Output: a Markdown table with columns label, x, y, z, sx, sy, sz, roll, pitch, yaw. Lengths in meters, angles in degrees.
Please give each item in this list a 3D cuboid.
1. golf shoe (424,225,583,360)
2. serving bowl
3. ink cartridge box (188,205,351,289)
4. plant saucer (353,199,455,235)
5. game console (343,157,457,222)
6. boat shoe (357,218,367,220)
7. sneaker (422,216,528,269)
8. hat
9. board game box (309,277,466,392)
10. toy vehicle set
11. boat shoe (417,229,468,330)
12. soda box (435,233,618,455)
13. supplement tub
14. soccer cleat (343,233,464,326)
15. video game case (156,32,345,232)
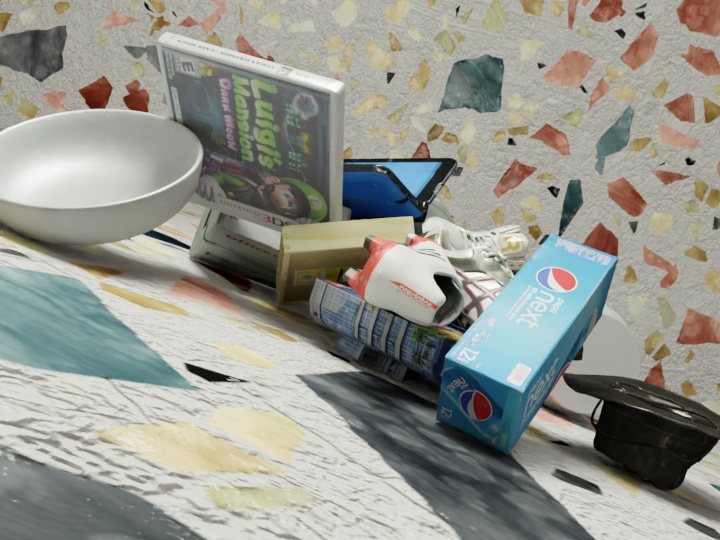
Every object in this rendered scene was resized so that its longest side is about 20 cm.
| label | x | y | z | sx | sy | sz | roll | pitch | yaw |
| --- | --- | --- | --- | --- | --- | --- | --- | --- | --- |
| golf shoe | 0.125 | 0.023 | 0.773 | 0.199 | 0.088 | 0.077 | 25 | 1 | 29 |
| serving bowl | -0.242 | -0.078 | 0.736 | 0.199 | 0.066 | 0.200 | 2 | 34 | -1 |
| ink cartridge box | -0.115 | -0.045 | 0.988 | 0.146 | 0.083 | 0.200 | 22 | -15 | -17 |
| plant saucer | 0.055 | -0.005 | 1.105 | 0.200 | 0.201 | 0.050 | 20 | 20 | -38 |
| game console | -0.008 | -0.126 | 0.988 | 0.199 | 0.119 | 0.171 | 3 | -21 | 31 |
| boat shoe | 0.000 | 0.001 | 1.001 | 0.066 | 0.072 | 0.201 | 19 | -30 | -10 |
| sneaker | 0.149 | -0.035 | 1.009 | 0.115 | 0.074 | 0.200 | -10 | -7 | 18 |
| hat | 0.279 | 0.158 | 0.758 | 0.200 | 0.081 | 0.201 | 14 | 3 | -1 |
| board game box | 0.041 | 0.068 | 0.789 | 0.199 | 0.062 | 0.200 | 23 | 2 | 38 |
| toy vehicle set | -0.023 | -0.005 | 0.839 | 0.124 | 0.027 | 0.200 | -4 | -16 | -9 |
| boat shoe | 0.112 | 0.047 | 0.869 | 0.200 | 0.057 | 0.069 | 56 | 40 | 0 |
| soda box | 0.138 | 0.051 | 0.649 | 0.064 | 0.068 | 0.200 | 24 | 41 | 25 |
| supplement tub | 0.270 | 0.105 | 1.049 | 0.144 | 0.146 | 0.200 | 22 | 2 | -1 |
| soccer cleat | 0.051 | 0.012 | 0.680 | 0.085 | 0.069 | 0.200 | 34 | 8 | 14 |
| video game case | -0.102 | -0.119 | 0.786 | 0.181 | 0.023 | 0.201 | 18 | -40 | 13 |
